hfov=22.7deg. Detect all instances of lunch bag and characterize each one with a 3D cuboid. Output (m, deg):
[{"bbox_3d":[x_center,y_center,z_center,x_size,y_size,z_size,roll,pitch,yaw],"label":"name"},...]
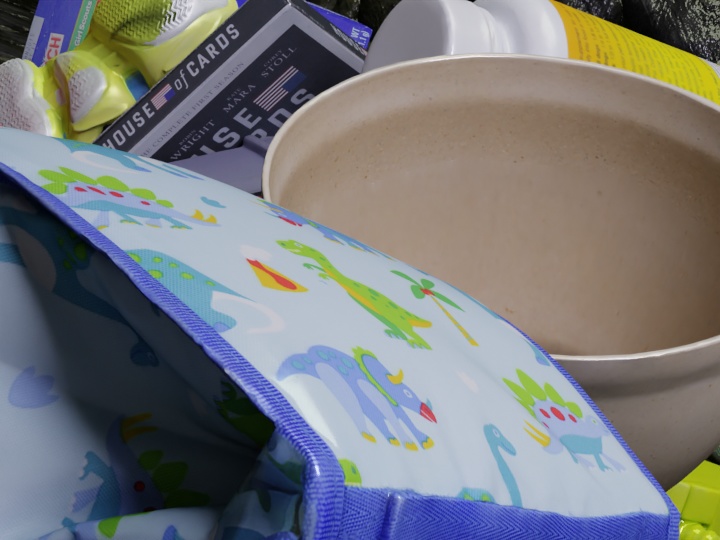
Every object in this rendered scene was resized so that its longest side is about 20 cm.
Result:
[{"bbox_3d":[-0.036,0.041,0.476,0.200,0.128,0.170,15,2,36],"label":"lunch bag"}]

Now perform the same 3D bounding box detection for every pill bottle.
[{"bbox_3d":[0.102,-0.069,0.870,0.200,0.109,0.109,16,10,-30],"label":"pill bottle"}]

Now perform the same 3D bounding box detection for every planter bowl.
[{"bbox_3d":[0.061,0.023,0.679,0.200,0.135,0.200,3,36,-2],"label":"planter bowl"}]

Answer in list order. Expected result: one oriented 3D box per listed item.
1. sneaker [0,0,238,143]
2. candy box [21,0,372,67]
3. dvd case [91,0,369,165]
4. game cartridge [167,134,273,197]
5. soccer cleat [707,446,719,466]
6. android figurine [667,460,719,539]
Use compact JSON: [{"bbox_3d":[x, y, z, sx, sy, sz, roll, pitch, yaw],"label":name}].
[{"bbox_3d":[-0.129,-0.079,0.944,0.105,0.200,0.076,25,45,-47],"label":"sneaker"},{"bbox_3d":[-0.106,-0.099,1.075,0.200,0.169,0.077,12,8,-45],"label":"candy box"},{"bbox_3d":[-0.047,-0.062,0.954,0.025,0.150,0.200,55,13,28],"label":"dvd case"},{"bbox_3d":[-0.074,-0.020,0.833,0.200,0.038,0.130,-15,24,-32],"label":"game cartridge"},{"bbox_3d":[0.208,0.082,0.871,0.200,0.084,0.065,42,2,6],"label":"soccer cleat"},{"bbox_3d":[0.093,0.087,0.805,0.200,0.041,0.182,23,6,37],"label":"android figurine"}]
